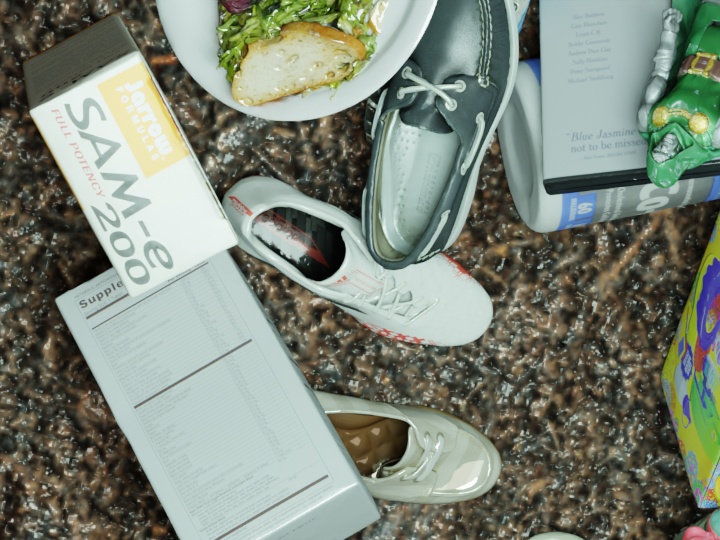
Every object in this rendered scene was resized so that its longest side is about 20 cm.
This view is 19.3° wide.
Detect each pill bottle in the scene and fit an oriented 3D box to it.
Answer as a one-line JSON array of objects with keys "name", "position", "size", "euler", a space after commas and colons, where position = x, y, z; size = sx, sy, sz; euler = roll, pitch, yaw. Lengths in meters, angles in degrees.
[{"name": "pill bottle", "position": [0.197, -0.096, 1.373], "size": [0.200, 0.114, 0.114], "euler": [-11, 105, -7]}]

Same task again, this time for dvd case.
[{"name": "dvd case", "position": [0.181, -0.143, 1.302], "size": [0.143, 0.018, 0.200], "euler": [-7, 60, 14]}]

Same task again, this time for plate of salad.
[{"name": "plate of salad", "position": [-0.044, -0.192, 1.295], "size": [0.200, 0.048, 0.200], "euler": [0, 89, 25]}]

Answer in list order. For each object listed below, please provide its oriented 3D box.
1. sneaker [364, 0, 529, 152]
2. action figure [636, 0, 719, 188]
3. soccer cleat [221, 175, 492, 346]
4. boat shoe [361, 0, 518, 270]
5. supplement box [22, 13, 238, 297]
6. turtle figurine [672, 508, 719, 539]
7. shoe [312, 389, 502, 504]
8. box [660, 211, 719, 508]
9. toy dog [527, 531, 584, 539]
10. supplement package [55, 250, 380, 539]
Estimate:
[{"name": "sneaker", "position": [0.071, -0.145, 1.356], "size": [0.078, 0.090, 0.200], "euler": [31, 118, 7]}, {"name": "action figure", "position": [0.213, -0.131, 1.243], "size": [0.200, 0.118, 0.055], "euler": [-64, 144, -22]}, {"name": "soccer cleat", "position": [0.000, 0.000, 1.374], "size": [0.200, 0.085, 0.069], "euler": [28, 96, -15]}, {"name": "boat shoe", "position": [0.047, -0.093, 1.298], "size": [0.076, 0.060, 0.200], "euler": [15, 113, 21]}, {"name": "supplement box", "position": [-0.143, -0.074, 1.271], "size": [0.073, 0.200, 0.126], "euler": [-28, 106, -3]}, {"name": "turtle figurine", "position": [0.248, 0.210, 1.412], "size": [0.101, 0.200, 0.150], "euler": [40, 61, 20]}, {"name": "shoe", "position": [0.003, 0.120, 1.419], "size": [0.200, 0.053, 0.070], "euler": [14, 100, -13]}, {"name": "box", "position": [0.321, 0.048, 1.381], "size": [0.192, 0.122, 0.200], "euler": [1, 136, -11]}, {"name": "toy dog", "position": [0.104, 0.291, 1.437], "size": [0.200, 0.140, 0.194], "euler": [-16, 93, -6]}, {"name": "supplement package", "position": [-0.088, 0.086, 1.319], "size": [0.114, 0.110, 0.200], "euler": [-29, 71, -2]}]
